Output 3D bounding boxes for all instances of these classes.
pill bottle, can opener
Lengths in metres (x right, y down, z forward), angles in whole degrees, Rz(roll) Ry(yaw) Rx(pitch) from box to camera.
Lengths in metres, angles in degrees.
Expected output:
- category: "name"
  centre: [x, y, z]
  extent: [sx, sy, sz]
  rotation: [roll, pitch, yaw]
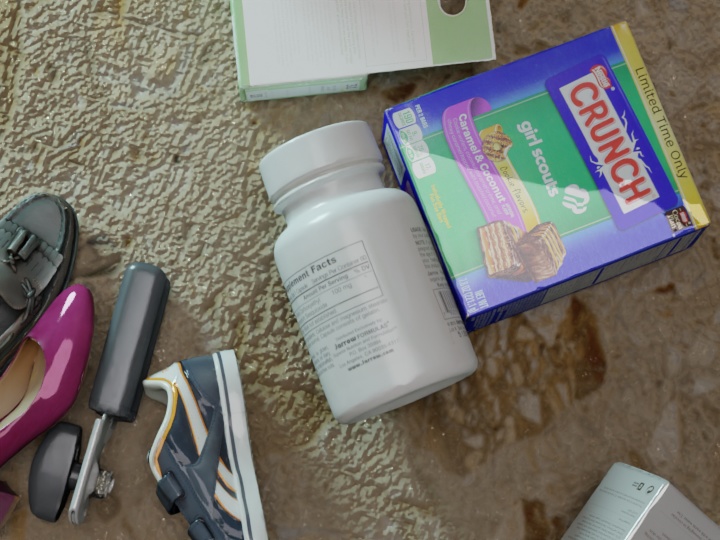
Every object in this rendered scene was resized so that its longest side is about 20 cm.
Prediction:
- category: "pill bottle"
  centre: [0.000, 0.000, 1.215]
  extent: [0.113, 0.114, 0.202]
  rotation: [-20, 81, -5]
- category: "can opener"
  centre: [-0.191, 0.090, 1.224]
  extent: [0.066, 0.053, 0.202]
  rotation: [18, 80, 3]

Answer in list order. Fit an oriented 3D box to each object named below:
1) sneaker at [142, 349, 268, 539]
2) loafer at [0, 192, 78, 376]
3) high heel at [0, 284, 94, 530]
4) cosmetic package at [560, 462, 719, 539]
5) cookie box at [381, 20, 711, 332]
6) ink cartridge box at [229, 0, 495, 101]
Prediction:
- category: "sneaker"
  centre: [-0.110, 0.161, 1.203]
  extent: [0.079, 0.079, 0.202]
  rotation: [-10, 69, -8]
- category: "loafer"
  centre: [-0.272, 0.029, 1.227]
  extent: [0.071, 0.063, 0.201]
  rotation: [28, 80, 4]
- category: "high heel"
  centre: [-0.264, 0.092, 1.194]
  extent: [0.096, 0.067, 0.202]
  rotation: [28, 82, -38]
- category: "cosmetic package"
  centre: [0.177, 0.252, 1.178]
  extent: [0.107, 0.085, 0.201]
  rotation: [42, 81, -17]
- category: "cookie box"
  centre: [0.137, -0.069, 1.252]
  extent: [0.198, 0.075, 0.173]
  rotation: [-21, 80, -6]
- category: "ink cartridge box"
  centre: [-0.003, -0.215, 1.287]
  extent: [0.198, 0.048, 0.147]
  rotation: [-6, 80, -3]
